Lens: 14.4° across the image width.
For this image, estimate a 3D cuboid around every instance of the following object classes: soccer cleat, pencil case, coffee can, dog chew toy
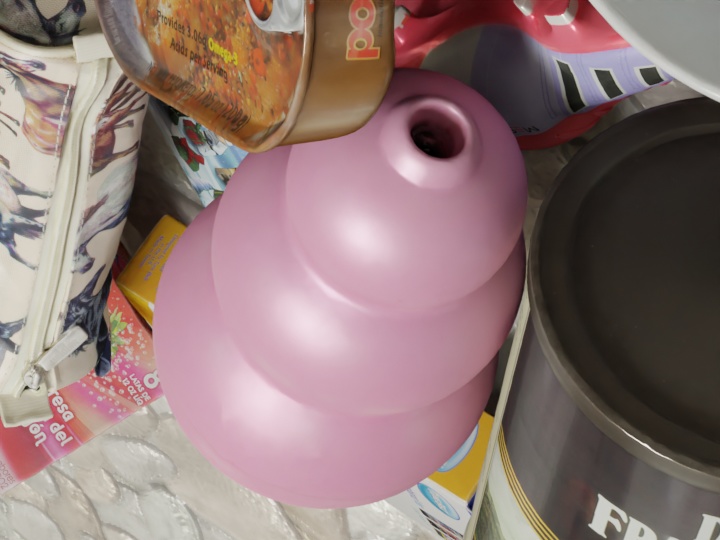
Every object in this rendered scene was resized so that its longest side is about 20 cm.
[{"bbox_3d":[0.071,-0.075,0.935,0.076,0.067,0.199,42,154,-27],"label":"soccer cleat"},{"bbox_3d":[-0.119,-0.038,1.073,0.090,0.077,0.201,57,147,34],"label":"pencil case"},{"bbox_3d":[0.115,0.061,0.955,0.146,0.146,0.200,34,148,17],"label":"coffee can"},{"bbox_3d":[0.000,0.000,0.963,0.124,0.125,0.200,41,150,7],"label":"dog chew toy"}]

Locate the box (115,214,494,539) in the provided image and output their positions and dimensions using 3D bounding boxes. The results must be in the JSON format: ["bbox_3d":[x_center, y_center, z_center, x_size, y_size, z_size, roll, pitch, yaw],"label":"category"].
[{"bbox_3d":[0.002,0.058,1.156,0.199,0.042,0.119,29,168,21],"label":"box"}]

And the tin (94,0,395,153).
[{"bbox_3d":[-0.041,-0.105,0.899,0.200,0.042,0.113,-146,48,-61],"label":"tin"}]

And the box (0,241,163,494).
[{"bbox_3d":[-0.169,-0.022,1.213,0.201,0.094,0.103,58,-178,-20],"label":"box"}]

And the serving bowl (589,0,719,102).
[{"bbox_3d":[0.136,-0.136,0.717,0.199,0.066,0.202,3,95,32],"label":"serving bowl"}]

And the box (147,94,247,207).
[{"bbox_3d":[-0.041,-0.094,1.061,0.136,0.040,0.201,1,128,49],"label":"box"}]
